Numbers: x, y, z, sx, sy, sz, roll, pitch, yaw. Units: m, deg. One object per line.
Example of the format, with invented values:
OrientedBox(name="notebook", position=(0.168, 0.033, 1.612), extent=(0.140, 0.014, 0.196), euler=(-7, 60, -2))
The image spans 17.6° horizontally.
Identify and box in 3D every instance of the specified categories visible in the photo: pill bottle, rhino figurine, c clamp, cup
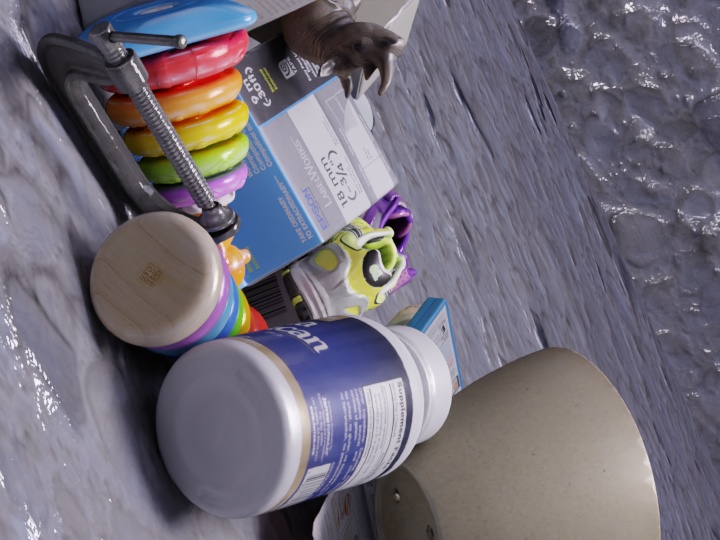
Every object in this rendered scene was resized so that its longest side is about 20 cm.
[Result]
OrientedBox(name="pill bottle", position=(-0.029, 0.088, 1.494), extent=(0.200, 0.111, 0.112), euler=(-10, 79, -54))
OrientedBox(name="rhino figurine", position=(-0.023, -0.198, 1.674), extent=(0.060, 0.087, 0.201), euler=(40, 19, -58))
OrientedBox(name="c clamp", position=(-0.134, -0.081, 1.454), extent=(0.027, 0.170, 0.201), euler=(-48, 134, -24))
OrientedBox(name="cup", position=(0.093, 0.165, 1.609), extent=(0.200, 0.142, 0.202), euler=(38, -47, 55))

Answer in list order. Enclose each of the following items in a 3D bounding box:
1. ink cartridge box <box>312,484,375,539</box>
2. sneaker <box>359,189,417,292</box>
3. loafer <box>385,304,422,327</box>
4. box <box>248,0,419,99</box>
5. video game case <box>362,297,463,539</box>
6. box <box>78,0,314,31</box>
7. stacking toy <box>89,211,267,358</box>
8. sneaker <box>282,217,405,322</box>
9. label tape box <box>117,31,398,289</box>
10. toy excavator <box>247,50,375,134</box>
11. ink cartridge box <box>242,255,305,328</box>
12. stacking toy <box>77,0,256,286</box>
OrientedBox(name="ink cartridge box", position=(-0.008, 0.183, 1.681), extent=(0.200, 0.050, 0.162), euler=(-58, 144, -50))
OrientedBox(name="sneaker", position=(0.000, -0.050, 2.004), extent=(0.081, 0.088, 0.201), euler=(49, 23, -52))
OrientedBox(name="loafer", position=(0.028, 0.108, 1.795), extent=(0.063, 0.071, 0.201), euler=(-80, 179, -61))
OrientedBox(name="box", position=(-0.060, -0.220, 1.773), extent=(0.082, 0.199, 0.069), euler=(-48, 165, -36))
OrientedBox(name="video game case", position=(0.043, 0.141, 1.701), extent=(0.143, 0.018, 0.201), euler=(-52, 139, -47))
OrientedBox(name="box", position=(-0.100, -0.243, 1.636), extent=(0.097, 0.199, 0.125), euler=(38, 34, -60))
OrientedBox(name="stacking toy", position=(-0.103, 0.030, 1.505), extent=(0.200, 0.085, 0.086), euler=(47, 26, -68))
OrientedBox(name="sneaker", position=(0.000, 0.000, 1.733), extent=(0.200, 0.076, 0.076), euler=(-66, 132, -73))
OrientedBox(name="label tape box", position=(-0.068, -0.080, 1.664), extent=(0.145, 0.063, 0.200), euler=(60, 33, -7))
OrientedBox(name="toy excavator", position=(-0.076, -0.114, 1.809), extent=(0.195, 0.099, 0.201), euler=(59, 26, -34))
OrientedBox(name="ink cartridge box", position=(-0.039, 0.044, 1.783), extent=(0.200, 0.050, 0.110), euler=(14, 57, -73))
OrientedBox(name="stacking toy", position=(-0.112, -0.079, 1.561), extent=(0.110, 0.115, 0.201), euler=(-152, -134, -69))
